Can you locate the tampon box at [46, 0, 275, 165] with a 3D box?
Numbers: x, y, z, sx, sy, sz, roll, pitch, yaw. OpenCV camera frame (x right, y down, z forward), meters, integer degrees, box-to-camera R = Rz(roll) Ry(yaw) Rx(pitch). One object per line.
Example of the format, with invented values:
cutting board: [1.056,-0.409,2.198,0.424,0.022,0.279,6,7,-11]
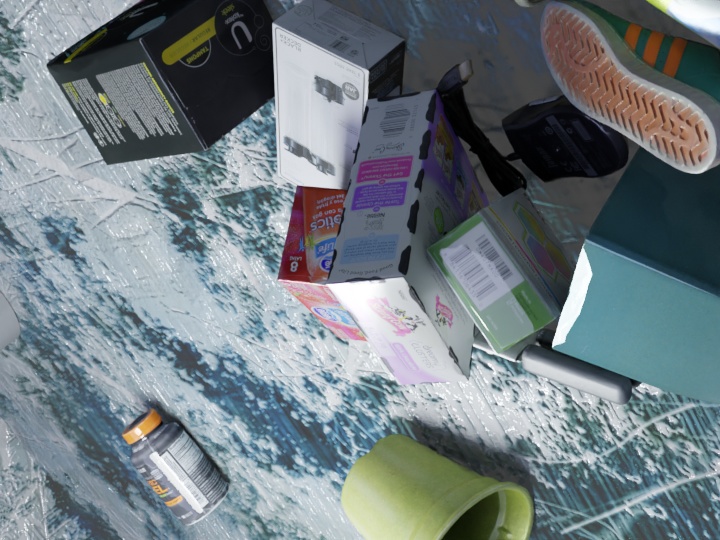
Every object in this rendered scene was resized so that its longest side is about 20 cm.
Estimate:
tampon box: [-0.195,-0.207,1.128,0.200,0.150,0.126,0,127,48]

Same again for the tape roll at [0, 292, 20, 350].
tape roll: [-0.765,0.073,2.159,0.200,0.066,0.201,29,143,25]

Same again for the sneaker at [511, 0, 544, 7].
sneaker: [0.087,-0.294,0.799,0.106,0.075,0.201,15,128,46]

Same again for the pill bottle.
pill bottle: [-0.330,0.339,1.920,0.200,0.106,0.106,53,147,-10]

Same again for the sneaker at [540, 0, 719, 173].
sneaker: [0.217,-0.143,0.814,0.200,0.080,0.072,50,145,36]

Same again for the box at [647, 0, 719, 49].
box: [0.266,-0.197,0.714,0.200,0.048,0.122,38,147,14]

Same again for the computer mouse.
computer mouse: [0.144,-0.134,0.927,0.140,0.046,0.200,48,159,-11]

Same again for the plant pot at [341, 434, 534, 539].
plant pot: [0.081,0.306,1.365,0.184,0.200,0.201,32,147,41]

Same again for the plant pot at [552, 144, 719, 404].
plant pot: [0.279,0.017,0.855,0.200,0.141,0.142,26,143,17]

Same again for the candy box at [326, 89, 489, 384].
candy box: [0.049,-0.026,0.961,0.071,0.201,0.168,-5,143,23]

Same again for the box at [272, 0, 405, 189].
box: [-0.023,-0.154,1.075,0.116,0.060,0.200,30,144,23]

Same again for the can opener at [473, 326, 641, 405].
can opener: [0.185,0.076,1.098,0.200,0.053,0.067,23,140,31]

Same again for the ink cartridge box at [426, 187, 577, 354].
ink cartridge box: [0.137,-0.009,0.945,0.059,0.200,0.104,-36,86,24]

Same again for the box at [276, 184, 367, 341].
box: [0.000,0.000,1.090,0.095,0.100,0.200,6,163,19]
